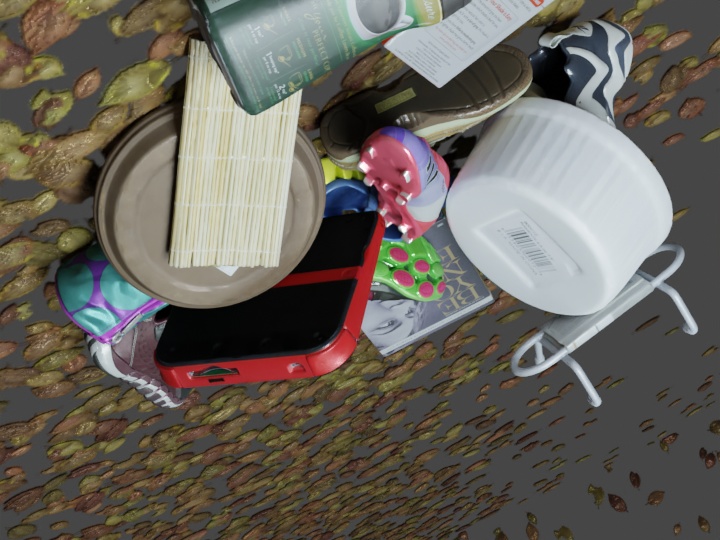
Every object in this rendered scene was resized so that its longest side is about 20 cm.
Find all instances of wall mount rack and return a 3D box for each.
[{"bbox_3d":[0.231,0.053,1.211,0.199,0.075,0.174,-36,-162,-3],"label":"wall mount rack"}]

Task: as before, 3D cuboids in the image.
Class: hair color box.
[{"bbox_3d":[0.106,-0.241,0.985,0.199,0.064,0.111,-35,156,18],"label":"hair color box"}]

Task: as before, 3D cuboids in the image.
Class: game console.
[{"bbox_3d":[-0.082,0.025,1.122,0.198,0.178,0.031,-7,133,25],"label":"game console"}]

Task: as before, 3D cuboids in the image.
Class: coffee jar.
[{"bbox_3d":[-0.018,-0.199,0.888,0.198,0.086,0.105,-26,134,-4],"label":"coffee jar"}]

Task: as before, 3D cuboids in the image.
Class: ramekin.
[{"bbox_3d":[0.174,-0.051,1.146,0.098,0.199,0.201,-51,167,-25],"label":"ramekin"}]

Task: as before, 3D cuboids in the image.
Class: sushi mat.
[{"bbox_3d":[-0.099,-0.088,0.997,0.095,0.012,0.202,-3,121,-22],"label":"sushi mat"}]

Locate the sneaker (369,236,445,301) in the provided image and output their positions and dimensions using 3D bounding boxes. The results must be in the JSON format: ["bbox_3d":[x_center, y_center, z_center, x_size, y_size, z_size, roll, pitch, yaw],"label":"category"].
[{"bbox_3d":[0.000,0.000,1.283,0.198,0.078,0.084,5,165,-30],"label":"sneaker"}]

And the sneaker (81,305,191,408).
[{"bbox_3d":[-0.193,0.076,1.298,0.115,0.076,0.200,-34,156,6],"label":"sneaker"}]

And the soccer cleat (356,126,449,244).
[{"bbox_3d":[0.045,-0.089,1.100,0.077,0.066,0.200,-52,164,-12],"label":"soccer cleat"}]

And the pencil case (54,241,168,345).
[{"bbox_3d":[-0.168,-0.011,1.118,0.199,0.093,0.085,-30,158,3],"label":"pencil case"}]

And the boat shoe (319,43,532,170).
[{"bbox_3d":[0.061,-0.144,1.135,0.198,0.072,0.076,-18,157,5],"label":"boat shoe"}]

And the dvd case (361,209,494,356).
[{"bbox_3d":[0.057,0.020,1.391,0.148,0.016,0.200,-27,146,7],"label":"dvd case"}]

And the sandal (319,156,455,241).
[{"bbox_3d":[0.025,-0.063,1.240,0.199,0.088,0.080,-10,150,-41],"label":"sandal"}]

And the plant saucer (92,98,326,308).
[{"bbox_3d":[-0.121,-0.050,1.041,0.198,0.030,0.202,-9,123,-14],"label":"plant saucer"}]

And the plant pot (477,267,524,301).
[{"bbox_3d":[0.188,-0.062,1.328,0.199,0.202,0.134,-24,-177,-11],"label":"plant pot"}]

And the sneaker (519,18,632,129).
[{"bbox_3d":[0.188,-0.136,1.182,0.129,0.079,0.201,-10,118,-41],"label":"sneaker"}]
